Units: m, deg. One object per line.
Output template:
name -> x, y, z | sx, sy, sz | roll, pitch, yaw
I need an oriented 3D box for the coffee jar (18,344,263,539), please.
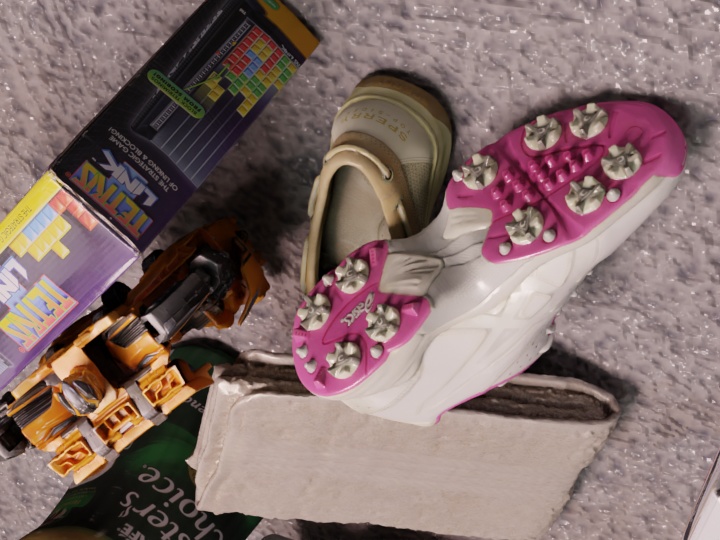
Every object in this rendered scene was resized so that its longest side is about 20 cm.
coffee jar -> -0.116, 0.140, 1.022 | 0.085, 0.200, 0.104 | -24, 115, 44

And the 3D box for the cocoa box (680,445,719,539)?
cocoa box -> 0.211, 0.085, 0.763 | 0.133, 0.200, 0.131 | 25, 139, 10

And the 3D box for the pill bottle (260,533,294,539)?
pill bottle -> 0.027, 0.218, 1.074 | 0.200, 0.111, 0.111 | 16, 136, 19

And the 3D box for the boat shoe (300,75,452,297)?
boat shoe -> 0.002, 0.000, 0.918 | 0.073, 0.063, 0.201 | 23, 138, 13

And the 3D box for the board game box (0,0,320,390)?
board game box -> -0.123, -0.031, 0.891 | 0.057, 0.165, 0.200 | 42, 139, -9

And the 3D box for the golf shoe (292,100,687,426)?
golf shoe -> 0.066, 0.000, 0.851 | 0.200, 0.075, 0.092 | -34, 136, 17

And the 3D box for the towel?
towel -> 0.017, 0.089, 0.963 | 0.200, 0.035, 0.133 | 7, 145, -9

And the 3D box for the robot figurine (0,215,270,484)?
robot figurine -> -0.103, 0.036, 0.901 | 0.145, 0.200, 0.058 | -38, 97, 14
